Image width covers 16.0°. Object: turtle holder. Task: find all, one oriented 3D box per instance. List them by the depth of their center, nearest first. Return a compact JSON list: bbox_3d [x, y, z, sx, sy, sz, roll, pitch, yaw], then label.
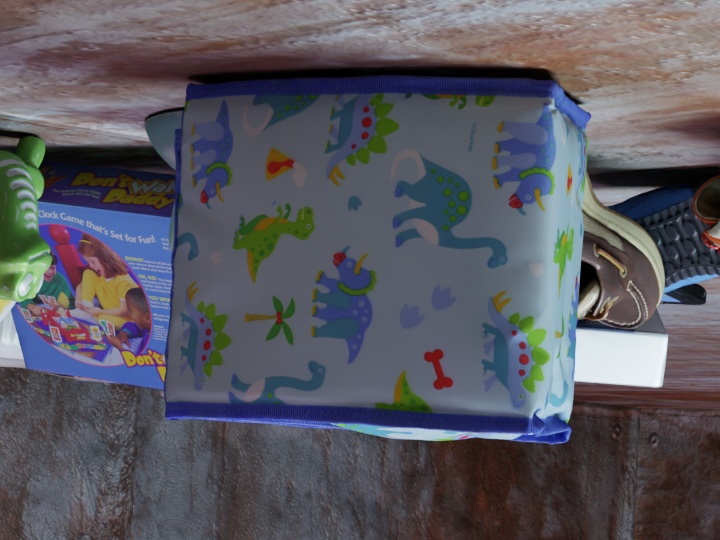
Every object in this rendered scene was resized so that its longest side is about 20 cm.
[{"bbox_3d":[-0.242,-0.018,1.482,0.185,0.132,0.141,2,174,19],"label":"turtle holder"}]

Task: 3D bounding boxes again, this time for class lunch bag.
[{"bbox_3d":[0.004,-0.005,1.235,0.200,0.170,0.127,2,174,13],"label":"lunch bag"}]

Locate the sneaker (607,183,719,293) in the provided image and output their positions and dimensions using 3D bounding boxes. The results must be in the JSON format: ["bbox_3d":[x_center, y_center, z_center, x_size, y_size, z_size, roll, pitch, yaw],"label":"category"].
[{"bbox_3d":[0.210,-0.030,1.484,0.200,0.066,0.078,-13,-160,40],"label":"sneaker"}]

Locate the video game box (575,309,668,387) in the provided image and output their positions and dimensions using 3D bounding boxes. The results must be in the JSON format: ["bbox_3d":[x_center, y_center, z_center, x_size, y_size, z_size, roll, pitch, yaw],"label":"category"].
[{"bbox_3d":[0.102,0.023,1.774,0.200,0.047,0.182,4,-163,-4],"label":"video game box"}]

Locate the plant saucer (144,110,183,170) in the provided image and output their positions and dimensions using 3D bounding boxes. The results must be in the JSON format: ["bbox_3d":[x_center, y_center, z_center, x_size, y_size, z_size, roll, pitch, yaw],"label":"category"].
[{"bbox_3d":[-0.021,-0.061,1.421,0.200,0.027,0.200,5,174,0],"label":"plant saucer"}]

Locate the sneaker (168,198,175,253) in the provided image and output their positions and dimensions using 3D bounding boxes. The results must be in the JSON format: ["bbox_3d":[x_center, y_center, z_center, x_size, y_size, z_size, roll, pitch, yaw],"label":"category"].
[{"bbox_3d":[0.009,-0.009,1.401,0.200,0.078,0.140,9,174,-44],"label":"sneaker"}]

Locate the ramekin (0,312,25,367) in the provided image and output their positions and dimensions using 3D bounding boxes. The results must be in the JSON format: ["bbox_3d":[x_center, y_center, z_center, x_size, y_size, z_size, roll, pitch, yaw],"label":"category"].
[{"bbox_3d":[-0.313,0.024,2.129,0.200,0.105,0.200,4,175,0],"label":"ramekin"}]

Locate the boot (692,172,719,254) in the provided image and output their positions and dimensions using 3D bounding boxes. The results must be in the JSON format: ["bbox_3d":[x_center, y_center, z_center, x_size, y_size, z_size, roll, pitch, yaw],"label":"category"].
[{"bbox_3d":[0.220,-0.021,1.340,0.107,0.075,0.200,8,155,-4],"label":"boot"}]

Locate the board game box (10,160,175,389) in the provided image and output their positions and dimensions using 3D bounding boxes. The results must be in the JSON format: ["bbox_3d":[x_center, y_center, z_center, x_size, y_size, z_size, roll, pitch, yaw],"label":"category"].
[{"bbox_3d":[-0.128,0.007,1.572,0.200,0.135,0.045,8,-144,27],"label":"board game box"}]

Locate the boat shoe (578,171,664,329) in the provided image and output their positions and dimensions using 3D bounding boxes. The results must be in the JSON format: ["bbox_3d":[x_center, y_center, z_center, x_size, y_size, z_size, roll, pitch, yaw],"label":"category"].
[{"bbox_3d":[0.111,-0.004,1.409,0.072,0.072,0.200,4,157,26],"label":"boat shoe"}]

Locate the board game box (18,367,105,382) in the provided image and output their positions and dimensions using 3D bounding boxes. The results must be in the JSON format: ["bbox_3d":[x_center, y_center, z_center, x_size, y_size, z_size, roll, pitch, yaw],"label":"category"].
[{"bbox_3d":[-0.227,0.055,2.439,0.159,0.097,0.200,3,174,14],"label":"board game box"}]

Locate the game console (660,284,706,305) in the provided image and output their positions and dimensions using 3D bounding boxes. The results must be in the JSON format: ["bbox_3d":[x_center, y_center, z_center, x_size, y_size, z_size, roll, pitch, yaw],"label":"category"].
[{"bbox_3d":[0.171,0.055,2.042,0.176,0.117,0.200,2,175,19],"label":"game console"}]
